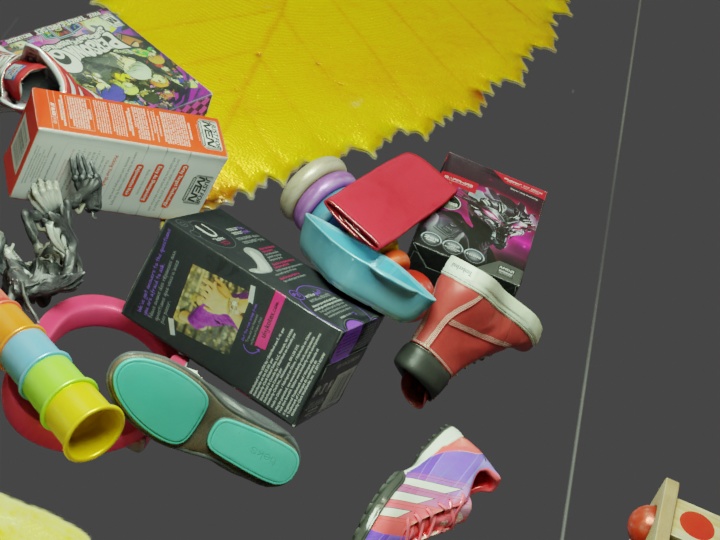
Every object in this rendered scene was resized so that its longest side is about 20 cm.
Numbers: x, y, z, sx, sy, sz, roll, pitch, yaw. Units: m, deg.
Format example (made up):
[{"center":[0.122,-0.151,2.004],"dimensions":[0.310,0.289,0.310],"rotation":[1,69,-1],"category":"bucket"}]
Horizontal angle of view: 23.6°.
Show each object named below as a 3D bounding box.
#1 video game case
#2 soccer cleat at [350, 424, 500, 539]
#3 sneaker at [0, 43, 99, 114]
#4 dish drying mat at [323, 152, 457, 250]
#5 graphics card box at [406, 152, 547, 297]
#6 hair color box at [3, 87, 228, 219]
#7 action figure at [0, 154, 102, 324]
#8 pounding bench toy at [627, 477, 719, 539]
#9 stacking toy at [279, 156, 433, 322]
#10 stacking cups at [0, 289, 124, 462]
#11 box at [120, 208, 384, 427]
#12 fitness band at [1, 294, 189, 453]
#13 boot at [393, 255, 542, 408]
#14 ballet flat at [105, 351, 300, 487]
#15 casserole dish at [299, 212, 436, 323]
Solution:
[{"center":[-0.293,-0.207,1.889],"dimensions":[0.181,0.036,0.200],"rotation":[40,40,20],"category":"video game case"},{"center":[0.057,0.210,1.529],"dimensions":[0.073,0.068,0.200],"rotation":[37,37,12],"category":"soccer cleat"},{"center":[-0.363,-0.197,1.755],"dimensions":[0.199,0.072,0.112],"rotation":[19,-7,18],"category":"sneaker"},{"center":[0.034,-0.074,1.798],"dimensions":[0.077,0.018,0.200],"rotation":[42,32,7],"category":"dish drying mat"},{"center":[0.127,-0.043,1.888],"dimensions":[0.125,0.051,0.200],"rotation":[23,38,1],"category":"graphics card box"},{"center":[-0.245,-0.113,1.724],"dimensions":[0.199,0.102,0.061],"rotation":[8,45,-28],"category":"hair color box"},{"center":[-0.306,-0.030,1.601],"dimensions":[0.102,0.118,0.200],"rotation":[59,21,-25],"category":"action figure"},{"center":[0.281,0.304,1.473],"dimensions":[0.155,0.125,0.200],"rotation":[23,37,2],"category":"pounding bench toy"},{"center":[0.007,-0.026,1.787],"dimensions":[0.085,0.086,0.200],"rotation":[-21,59,-42],"category":"stacking toy"},{"center":[-0.281,0.083,1.477],"dimensions":[0.060,0.061,0.200],"rotation":[-16,44,-39],"category":"stacking cups"},{"center":[-0.099,0.040,1.598],"dimensions":[0.200,0.106,0.122],"rotation":[33,16,14],"category":"box"},{"center":[-0.238,0.095,1.548],"dimensions":[0.143,0.038,0.200],"rotation":[22,36,4],"category":"fitness band"},{"center":[0.103,0.080,1.712],"dimensions":[0.072,0.145,0.200],"rotation":[28,-2,31],"category":"boot"},{"center":[-0.141,0.127,1.497],"dimensions":[0.200,0.073,0.073],"rotation":[32,32,-23],"category":"ballet flat"},{"center":[0.000,0.000,1.653],"dimensions":[0.121,0.039,0.200],"rotation":[30,6,-20],"category":"casserole dish"}]
